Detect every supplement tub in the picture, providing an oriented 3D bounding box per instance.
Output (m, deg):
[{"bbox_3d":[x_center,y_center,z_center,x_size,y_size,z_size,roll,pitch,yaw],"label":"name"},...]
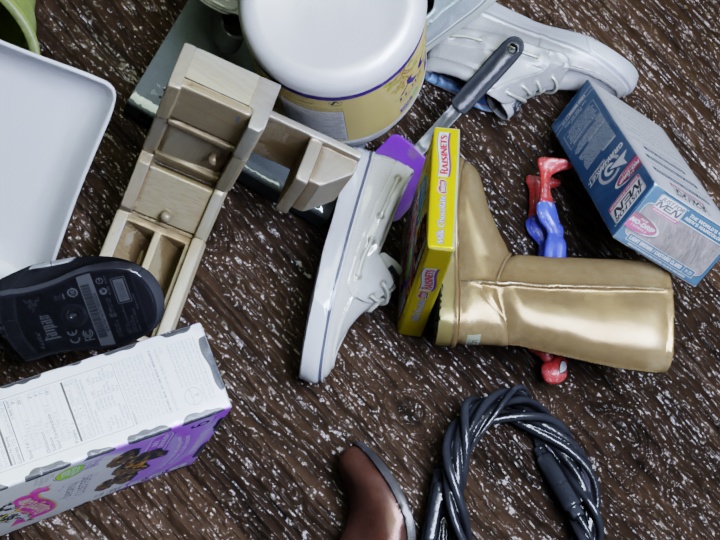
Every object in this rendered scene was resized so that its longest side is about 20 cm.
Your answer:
[{"bbox_3d":[-0.018,-0.185,1.221,0.143,0.200,0.148,0,80,3],"label":"supplement tub"}]

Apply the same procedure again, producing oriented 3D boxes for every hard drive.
[{"bbox_3d":[-0.087,-0.145,1.330,0.199,0.033,0.141,30,64,-7],"label":"hard drive"}]

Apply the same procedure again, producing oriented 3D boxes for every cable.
[{"bbox_3d":[0.134,0.193,1.272,0.161,0.051,0.202,18,66,-12],"label":"cable"}]

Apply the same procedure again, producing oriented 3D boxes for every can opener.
[{"bbox_3d":[-0.112,-0.266,1.326,0.052,0.067,0.201,21,39,-13],"label":"can opener"}]

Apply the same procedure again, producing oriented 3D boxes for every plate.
[{"bbox_3d":[-0.308,-0.099,1.177,0.198,0.201,0.032,22,25,-9],"label":"plate"}]

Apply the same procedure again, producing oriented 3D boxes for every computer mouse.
[{"bbox_3d":[-0.254,0.006,1.150,0.198,0.046,0.142,-17,118,8],"label":"computer mouse"}]

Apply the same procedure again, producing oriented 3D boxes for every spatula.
[{"bbox_3d":[0.076,-0.133,1.350,0.056,0.021,0.200,42,83,-1],"label":"spatula"}]

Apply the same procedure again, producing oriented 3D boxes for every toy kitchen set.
[{"bbox_3d":[-0.109,-0.033,1.189,0.161,0.200,0.182,22,66,-9],"label":"toy kitchen set"}]

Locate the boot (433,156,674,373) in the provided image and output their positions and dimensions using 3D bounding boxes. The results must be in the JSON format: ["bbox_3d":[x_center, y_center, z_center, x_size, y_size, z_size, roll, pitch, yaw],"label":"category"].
[{"bbox_3d":[0.162,-0.004,1.289,0.197,0.066,0.178,4,74,-4],"label":"boot"}]

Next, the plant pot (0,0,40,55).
[{"bbox_3d":[-0.331,-0.254,1.214,0.198,0.201,0.186,18,56,-12],"label":"plant pot"}]

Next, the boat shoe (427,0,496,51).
[{"bbox_3d":[0.063,-0.248,1.355,0.201,0.072,0.070,-43,69,-1],"label":"boat shoe"}]

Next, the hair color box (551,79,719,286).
[{"bbox_3d":[0.243,-0.080,1.331,0.099,0.061,0.201,28,23,-24],"label":"hair color box"}]

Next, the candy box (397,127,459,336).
[{"bbox_3d":[0.054,-0.027,1.243,0.026,0.200,0.104,7,68,-3],"label":"candy box"}]

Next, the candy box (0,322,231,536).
[{"bbox_3d":[-0.211,0.124,1.116,0.198,0.168,0.072,-19,75,-23],"label":"candy box"}]

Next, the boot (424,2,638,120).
[{"bbox_3d":[0.154,-0.177,1.410,0.198,0.074,0.097,21,71,-1],"label":"boot"}]

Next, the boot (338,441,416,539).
[{"bbox_3d":[-0.049,0.249,1.199,0.198,0.068,0.191,-15,83,-15],"label":"boot"}]

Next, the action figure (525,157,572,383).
[{"bbox_3d":[0.194,0.006,1.351,0.098,0.065,0.203,8,68,-6],"label":"action figure"}]

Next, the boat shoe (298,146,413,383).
[{"bbox_3d":[0.000,0.000,1.269,0.069,0.071,0.203,15,77,-1],"label":"boat shoe"}]
